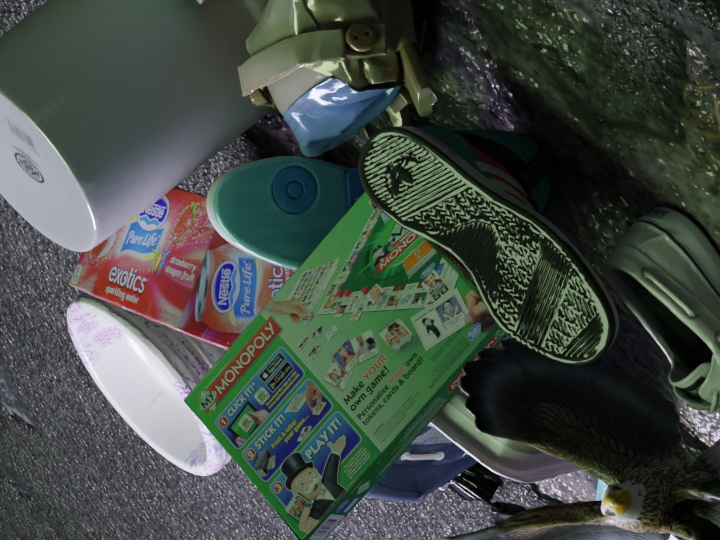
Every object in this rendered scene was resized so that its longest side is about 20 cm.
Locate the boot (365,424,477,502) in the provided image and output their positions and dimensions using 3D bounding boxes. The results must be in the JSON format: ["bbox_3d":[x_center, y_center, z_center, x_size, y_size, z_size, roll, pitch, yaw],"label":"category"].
[{"bbox_3d":[0.067,0.111,1.695,0.073,0.200,0.090,42,113,33],"label":"boot"}]

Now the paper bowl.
[{"bbox_3d":[-0.162,0.077,2.158,0.201,0.104,0.201,38,155,22],"label":"paper bowl"}]

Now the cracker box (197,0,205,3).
[{"bbox_3d":[-0.143,-0.292,1.625,0.200,0.058,0.134,48,157,4],"label":"cracker box"}]

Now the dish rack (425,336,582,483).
[{"bbox_3d":[0.101,0.070,1.635,0.172,0.200,0.044,38,112,28],"label":"dish rack"}]

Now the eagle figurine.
[{"bbox_3d":[0.153,0.137,1.496,0.200,0.152,0.151,14,149,19],"label":"eagle figurine"}]

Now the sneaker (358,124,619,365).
[{"bbox_3d":[0.100,-0.023,1.534,0.200,0.121,0.084,44,117,15],"label":"sneaker"}]

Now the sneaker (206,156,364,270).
[{"bbox_3d":[-0.027,-0.038,1.673,0.131,0.199,0.080,-176,91,-67],"label":"sneaker"}]

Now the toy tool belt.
[{"bbox_3d":[-0.013,-0.123,1.578,0.123,0.125,0.200,55,158,6],"label":"toy tool belt"}]

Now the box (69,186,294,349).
[{"bbox_3d":[-0.124,-0.004,1.788,0.095,0.100,0.200,23,178,-31],"label":"box"}]

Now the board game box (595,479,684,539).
[{"bbox_3d":[0.256,0.232,1.738,0.200,0.047,0.151,37,154,24],"label":"board game box"}]

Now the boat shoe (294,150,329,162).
[{"bbox_3d":[0.000,0.000,1.782,0.075,0.062,0.201,31,-139,-74],"label":"boat shoe"}]

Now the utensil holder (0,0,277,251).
[{"bbox_3d":[-0.171,-0.133,1.737,0.170,0.200,0.170,39,156,22],"label":"utensil holder"}]

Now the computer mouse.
[{"bbox_3d":[0.084,0.150,1.877,0.140,0.046,0.200,32,175,22],"label":"computer mouse"}]

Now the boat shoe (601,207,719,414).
[{"bbox_3d":[0.221,0.057,1.510,0.200,0.065,0.074,51,156,-5],"label":"boat shoe"}]

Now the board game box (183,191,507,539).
[{"bbox_3d":[-0.009,0.060,1.571,0.135,0.200,0.029,48,-165,26],"label":"board game box"}]
